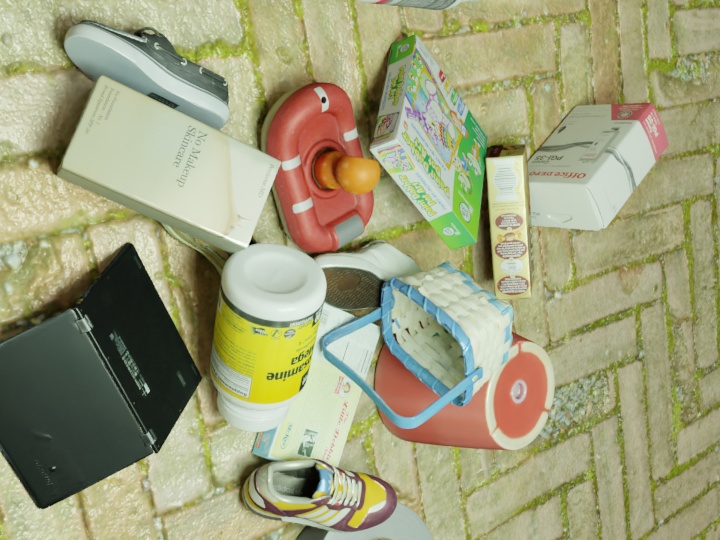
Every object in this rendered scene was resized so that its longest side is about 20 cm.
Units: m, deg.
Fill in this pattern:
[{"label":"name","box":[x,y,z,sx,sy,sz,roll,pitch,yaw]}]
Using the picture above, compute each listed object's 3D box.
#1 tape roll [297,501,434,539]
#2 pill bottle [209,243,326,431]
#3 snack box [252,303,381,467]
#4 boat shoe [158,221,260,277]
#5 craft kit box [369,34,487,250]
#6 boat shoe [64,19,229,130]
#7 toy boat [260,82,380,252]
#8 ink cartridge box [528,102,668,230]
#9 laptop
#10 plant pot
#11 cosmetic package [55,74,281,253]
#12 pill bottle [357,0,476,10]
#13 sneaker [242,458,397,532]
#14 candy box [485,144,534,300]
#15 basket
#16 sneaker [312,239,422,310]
[{"label":"tape roll","box":[0.007,0.396,1.305,0.199,0.066,0.202,8,76,-34]},{"label":"pill bottle","box":[-0.106,0.079,1.119,0.112,0.112,0.201,-24,141,-38]},{"label":"snack box","box":[-0.052,0.147,1.269,0.116,0.037,0.201,26,79,-40]},{"label":"boat shoe","box":[-0.151,-0.044,1.124,0.200,0.076,0.072,45,67,-37]},{"label":"craft kit box","box":[0.093,-0.164,1.301,0.200,0.048,0.199,47,42,-37]},{"label":"boat shoe","box":[-0.213,-0.215,1.054,0.199,0.070,0.067,24,63,-39]},{"label":"toy boat","box":[-0.030,-0.119,1.188,0.130,0.130,0.201,-32,117,-35]},{"label":"ink cartridge box","box":[0.341,-0.158,1.512,0.200,0.146,0.083,-47,123,-27]},{"label":"laptop","box":[-0.286,0.109,1.068,0.200,0.115,0.188,-64,139,-54]},{"label":"plant pot","box":[0.148,0.150,1.360,0.199,0.177,0.202,-7,100,-41]},{"label":"cosmetic package","box":[-0.194,-0.104,1.033,0.199,0.073,0.104,23,80,-18]},{"label":"pill bottle","box":[0.075,-0.382,1.260,0.199,0.110,0.112,-7,101,-41]},{"label":"sneaker","box":[-0.037,0.268,1.220,0.199,0.090,0.075,7,62,-22]},{"label":"candy box","box":[0.213,-0.070,1.434,0.115,0.055,0.202,-50,136,-71]},{"label":"basket","box":[0.077,0.092,1.218,0.199,0.176,0.140,-24,135,-26]},{"label":"sneaker","box":[0.000,0.000,1.278,0.199,0.085,0.073,12,129,-43]}]
